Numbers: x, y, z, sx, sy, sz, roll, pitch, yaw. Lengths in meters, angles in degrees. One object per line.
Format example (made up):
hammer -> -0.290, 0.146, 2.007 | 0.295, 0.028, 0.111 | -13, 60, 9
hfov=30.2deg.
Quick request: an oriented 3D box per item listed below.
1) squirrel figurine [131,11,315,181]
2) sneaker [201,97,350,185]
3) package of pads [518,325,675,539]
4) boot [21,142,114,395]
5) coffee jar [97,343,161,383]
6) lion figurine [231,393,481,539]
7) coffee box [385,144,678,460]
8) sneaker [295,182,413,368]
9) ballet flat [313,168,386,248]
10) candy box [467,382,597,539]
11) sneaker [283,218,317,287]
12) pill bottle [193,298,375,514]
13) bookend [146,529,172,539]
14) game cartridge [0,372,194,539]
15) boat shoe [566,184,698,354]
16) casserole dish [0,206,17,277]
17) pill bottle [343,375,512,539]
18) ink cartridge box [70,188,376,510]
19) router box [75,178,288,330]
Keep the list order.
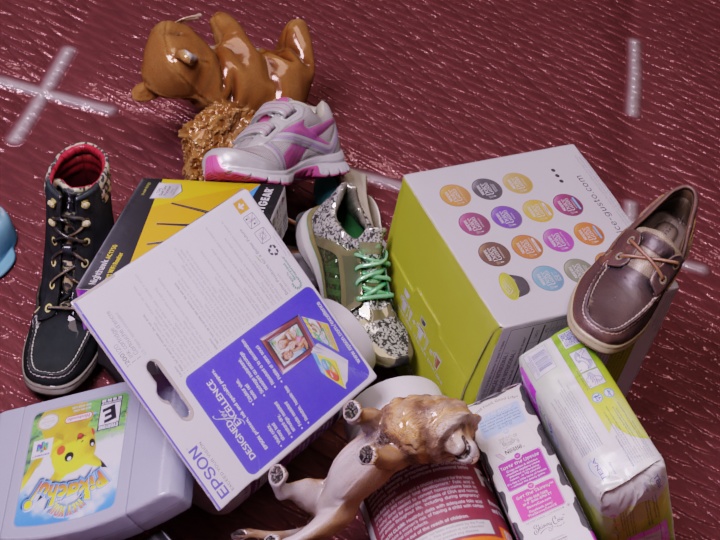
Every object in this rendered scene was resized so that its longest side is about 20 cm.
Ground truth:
squirrel figurine -> -0.148, -0.183, 1.432 | 0.186, 0.141, 0.202 | 11, 63, -52
sneaker -> -0.092, -0.130, 1.360 | 0.081, 0.089, 0.199 | -6, 6, 34
package of pads -> 0.207, 0.163, 1.156 | 0.068, 0.200, 0.155 | -27, 55, -1
boot -> -0.270, -0.004, 1.223 | 0.073, 0.155, 0.205 | 6, 41, 3
coffee jar -> -0.143, 0.058, 1.249 | 0.199, 0.086, 0.104 | -28, 56, -36
lion figurine -> -0.001, 0.163, 1.065 | 0.122, 0.199, 0.073 | 19, 39, -58
coffee box -> 0.145, 0.032, 1.273 | 0.196, 0.201, 0.200 | -11, 50, -24
sneaker -> 0.000, 0.000, 1.264 | 0.076, 0.089, 0.201 | -8, 57, -33
ballet flat -> -0.002, -0.038, 1.409 | 0.069, 0.070, 0.201 | 2, 44, -14
candy box -> 0.159, 0.216, 1.130 | 0.061, 0.137, 0.201 | -24, 51, 1
sneaker -> -0.129, -0.039, 1.356 | 0.198, 0.085, 0.073 | 7, 45, -7
pill bottle -> -0.082, 0.113, 1.174 | 0.112, 0.113, 0.200 | 38, 57, 23
bookend -> -0.107, 0.274, 1.033 | 0.199, 0.093, 0.199 | -26, 56, -36
game cartridge -> -0.224, 0.161, 1.077 | 0.198, 0.041, 0.134 | -15, 53, 19
boat shoe -> 0.241, -0.008, 1.144 | 0.072, 0.072, 0.200 | 34, 48, 16
casserole dish -> -0.434, -0.049, 1.314 | 0.198, 0.039, 0.122 | 21, 43, 7
pill bottle -> 0.057, 0.197, 1.142 | 0.113, 0.115, 0.201 | -4, 47, -19
ink cartridge box -> -0.111, 0.061, 1.075 | 0.200, 0.043, 0.199 | -37, 93, -39
router box -> -0.158, -0.014, 1.229 | 0.147, 0.052, 0.201 | 3, 33, 8
